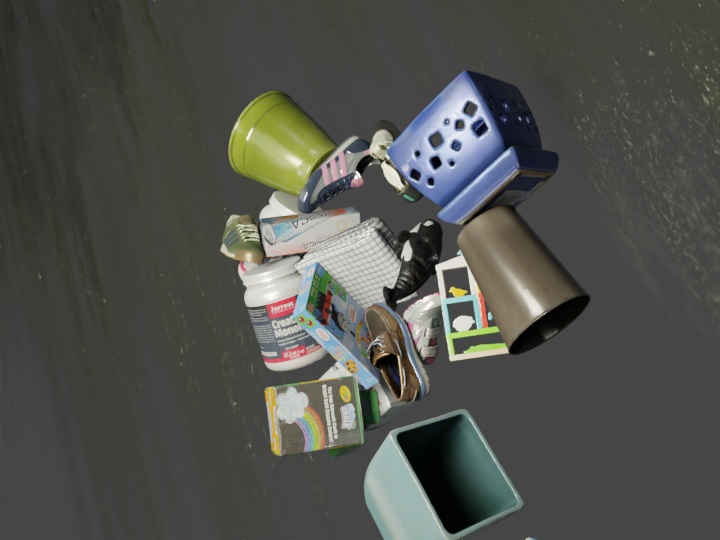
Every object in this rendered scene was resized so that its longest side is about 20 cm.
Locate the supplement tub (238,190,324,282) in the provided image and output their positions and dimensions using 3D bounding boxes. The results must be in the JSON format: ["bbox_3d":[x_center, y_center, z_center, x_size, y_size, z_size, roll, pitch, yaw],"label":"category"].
[{"bbox_3d":[-0.169,-0.055,1.585,0.140,0.140,0.201,42,116,35],"label":"supplement tub"}]

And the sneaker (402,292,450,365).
[{"bbox_3d":[0.117,0.126,1.360,0.088,0.081,0.201,50,128,30],"label":"sneaker"}]

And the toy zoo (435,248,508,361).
[{"bbox_3d":[0.205,0.049,1.277,0.130,0.020,0.202,-9,81,15],"label":"toy zoo"}]

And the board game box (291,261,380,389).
[{"bbox_3d":[-0.036,0.099,1.341,0.036,0.200,0.152,-33,24,23],"label":"board game box"}]

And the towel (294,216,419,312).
[{"bbox_3d":[0.000,0.000,1.405,0.199,0.086,0.166,-21,119,33],"label":"towel"}]

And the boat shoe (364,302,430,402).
[{"bbox_3d":[0.053,0.144,1.319,0.072,0.072,0.201,-53,57,37],"label":"boat shoe"}]

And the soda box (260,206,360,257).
[{"bbox_3d":[-0.098,-0.079,1.477,0.064,0.198,0.069,-127,31,-69],"label":"soda box"}]

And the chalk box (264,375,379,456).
[{"bbox_3d":[-0.065,0.263,1.353,0.124,0.198,0.126,147,118,-72],"label":"chalk box"}]

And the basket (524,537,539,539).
[{"bbox_3d":[0.285,0.533,1.128,0.177,0.138,0.201,-50,27,30],"label":"basket"}]

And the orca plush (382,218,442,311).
[{"bbox_3d":[0.105,-0.023,1.313,0.071,0.200,0.106,-20,108,51],"label":"orca plush"}]

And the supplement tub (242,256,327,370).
[{"bbox_3d":[-0.150,0.087,1.474,0.140,0.140,0.202,-7,104,42],"label":"supplement tub"}]

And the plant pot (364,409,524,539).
[{"bbox_3d":[0.119,0.393,1.277,0.197,0.195,0.200,58,134,27],"label":"plant pot"}]

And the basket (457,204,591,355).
[{"bbox_3d":[0.251,0.007,1.184,0.201,0.135,0.181,62,154,25],"label":"basket"}]

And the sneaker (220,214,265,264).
[{"bbox_3d":[-0.241,-0.070,1.503,0.200,0.067,0.091,19,99,64],"label":"sneaker"}]

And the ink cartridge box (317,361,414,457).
[{"bbox_3d":[-0.006,0.255,1.460,0.200,0.084,0.147,-45,61,32],"label":"ink cartridge box"}]

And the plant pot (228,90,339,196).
[{"bbox_3d":[-0.140,-0.243,1.547,0.192,0.200,0.202,35,112,25],"label":"plant pot"}]

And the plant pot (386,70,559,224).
[{"bbox_3d":[0.197,-0.187,1.218,0.200,0.199,0.181,-43,68,32],"label":"plant pot"}]

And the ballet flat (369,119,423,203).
[{"bbox_3d":[0.062,-0.220,1.424,0.068,0.068,0.201,-45,60,33],"label":"ballet flat"}]

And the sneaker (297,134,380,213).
[{"bbox_3d":[-0.041,-0.182,1.469,0.082,0.070,0.200,36,80,22],"label":"sneaker"}]
